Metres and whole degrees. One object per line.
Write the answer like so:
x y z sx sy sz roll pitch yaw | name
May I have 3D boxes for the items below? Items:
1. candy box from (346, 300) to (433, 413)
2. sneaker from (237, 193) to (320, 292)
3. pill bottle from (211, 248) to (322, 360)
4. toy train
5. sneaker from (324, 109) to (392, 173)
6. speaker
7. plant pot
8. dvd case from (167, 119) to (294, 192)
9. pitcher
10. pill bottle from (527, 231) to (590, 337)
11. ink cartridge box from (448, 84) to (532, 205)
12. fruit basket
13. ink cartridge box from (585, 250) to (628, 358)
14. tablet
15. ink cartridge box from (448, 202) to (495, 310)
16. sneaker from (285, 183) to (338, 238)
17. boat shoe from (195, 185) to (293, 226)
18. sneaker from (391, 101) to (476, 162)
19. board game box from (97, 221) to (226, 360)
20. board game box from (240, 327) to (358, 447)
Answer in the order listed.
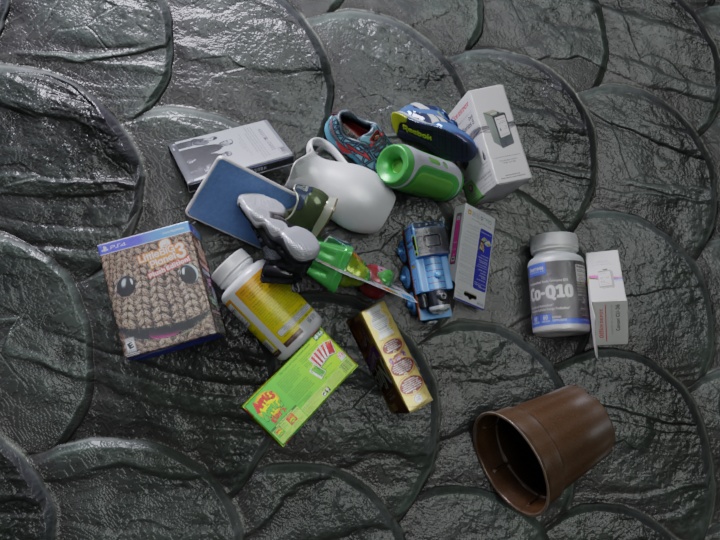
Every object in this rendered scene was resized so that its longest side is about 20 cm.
0.051 0.163 1.267 0.056 0.117 0.200 -26 85 -18 | candy box
-0.155 -0.045 1.178 0.075 0.114 0.200 -13 44 -44 | sneaker
-0.172 0.058 1.236 0.200 0.109 0.109 46 71 -2 | pill bottle
0.128 0.003 1.323 0.087 0.114 0.200 -6 79 -15 | toy train
0.019 -0.244 1.359 0.200 0.096 0.079 32 72 -6 | sneaker
0.119 -0.187 1.331 0.200 0.088 0.089 7 73 -51 | speaker
0.350 0.321 1.280 0.198 0.200 0.201 -19 83 -25 | plant pot
-0.242 -0.217 1.278 0.200 0.025 0.150 -18 44 -18 | dvd case
-0.032 -0.170 1.327 0.200 0.121 0.172 28 46 -8 | pitcher
0.398 0.029 1.389 0.114 0.114 0.200 1 77 -14 | pill bottle
0.255 -0.251 1.397 0.084 0.146 0.200 -13 81 -16 | ink cartridge box
0.000 0.000 1.257 0.200 0.185 0.094 17 96 -8 | fruit basket
0.485 0.066 1.351 0.067 0.117 0.200 -5 37 18 | ink cartridge box
-0.198 -0.113 1.242 0.200 0.014 0.130 25 112 -29 | tablet
0.220 -0.026 1.378 0.095 0.037 0.200 22 69 -37 | ink cartridge box
-0.124 -0.074 1.250 0.090 0.200 0.067 29 30 -11 | sneaker
-0.212 -0.122 1.293 0.201 0.063 0.074 -7 40 -25 | boat shoe
0.158 -0.287 1.386 0.200 0.074 0.082 34 57 26 | sneaker
-0.340 0.038 1.187 0.159 0.097 0.200 -16 82 -5 | board game box
-0.110 0.210 1.250 0.102 0.048 0.200 45 71 -1 | board game box
